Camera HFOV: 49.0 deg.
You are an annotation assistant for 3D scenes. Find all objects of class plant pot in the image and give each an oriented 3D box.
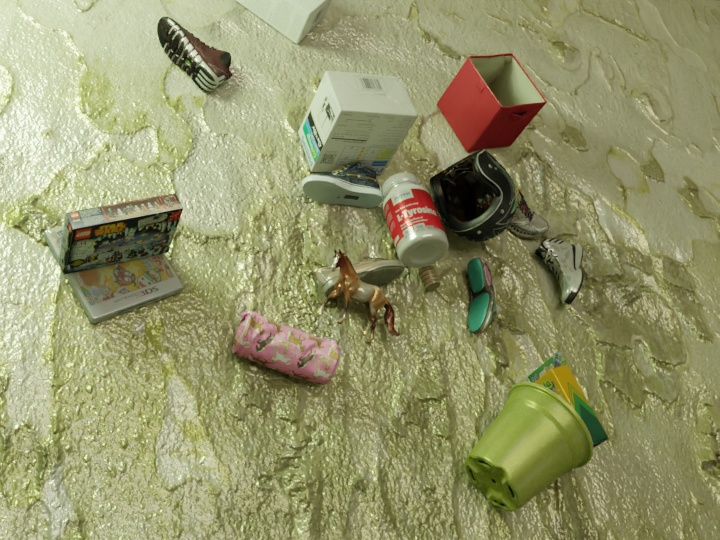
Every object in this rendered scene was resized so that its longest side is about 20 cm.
[{"bbox_3d":[0.304,0.347,1.499,0.184,0.200,0.200,-35,78,-28],"label":"plant pot"}]

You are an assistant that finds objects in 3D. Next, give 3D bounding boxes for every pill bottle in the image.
[{"bbox_3d":[0.113,-0.114,1.731,0.112,0.112,0.200,3,51,-26],"label":"pill bottle"}]

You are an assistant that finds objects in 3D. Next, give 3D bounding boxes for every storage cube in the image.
[{"bbox_3d":[0.340,-0.437,2.066,0.171,0.180,0.200,-14,66,-34],"label":"storage cube"}]

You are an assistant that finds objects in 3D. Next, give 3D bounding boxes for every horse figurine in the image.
[{"bbox_3d":[0.000,0.062,1.582,0.200,0.050,0.133,31,64,-26],"label":"horse figurine"}]

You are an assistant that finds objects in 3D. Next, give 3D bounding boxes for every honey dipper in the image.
[{"bbox_3d":[0.125,-0.046,1.772,0.038,0.038,0.200,-5,57,-30],"label":"honey dipper"}]

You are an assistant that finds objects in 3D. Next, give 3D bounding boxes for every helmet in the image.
[{"bbox_3d":[0.270,-0.166,1.832,0.200,0.200,0.191,-35,98,-40],"label":"helmet"}]

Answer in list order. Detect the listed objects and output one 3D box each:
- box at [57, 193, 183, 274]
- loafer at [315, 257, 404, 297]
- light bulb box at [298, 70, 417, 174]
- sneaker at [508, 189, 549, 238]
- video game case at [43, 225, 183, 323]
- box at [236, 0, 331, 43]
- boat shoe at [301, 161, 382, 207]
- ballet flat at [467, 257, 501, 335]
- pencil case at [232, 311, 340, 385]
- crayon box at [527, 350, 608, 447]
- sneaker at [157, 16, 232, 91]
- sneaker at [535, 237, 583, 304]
[{"bbox_3d":[-0.425,-0.065,1.398,0.200,0.137,0.040,-16,64,-34],"label":"box"},{"bbox_3d":[0.000,0.000,1.653,0.200,0.072,0.063,-15,58,-31],"label":"loafer"},{"bbox_3d":[-0.011,-0.331,1.793,0.198,0.200,0.125,-2,57,-29],"label":"light bulb box"},{"bbox_3d":[0.381,-0.150,1.948,0.200,0.082,0.078,29,49,-8],"label":"sneaker"},{"bbox_3d":[-0.453,-0.016,1.454,0.182,0.023,0.200,-22,69,-37],"label":"video game case"},{"bbox_3d":[-0.192,-0.709,2.029,0.200,0.106,0.152,36,49,-1],"label":"box"},{"bbox_3d":[-0.046,-0.200,1.773,0.200,0.071,0.091,9,52,-30],"label":"boat shoe"},{"bbox_3d":[0.278,0.062,1.761,0.071,0.069,0.200,29,45,-33],"label":"ballet flat"},{"bbox_3d":[-0.139,0.143,1.466,0.199,0.083,0.087,20,51,-13],"label":"pencil case"},{"bbox_3d":[0.406,0.284,1.622,0.051,0.126,0.200,-9,62,-32],"label":"crayon box"},{"bbox_3d":[-0.373,-0.507,1.823,0.200,0.076,0.115,52,44,0],"label":"sneaker"},{"bbox_3d":[0.473,-0.005,1.911,0.115,0.076,0.201,21,42,-2],"label":"sneaker"}]
